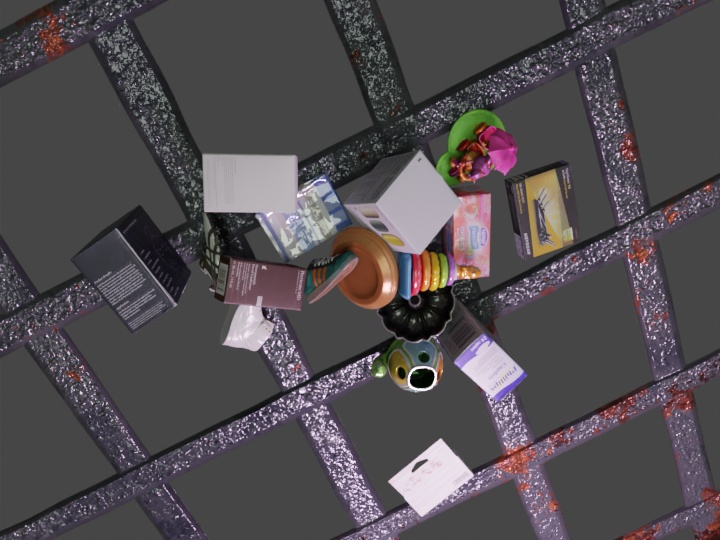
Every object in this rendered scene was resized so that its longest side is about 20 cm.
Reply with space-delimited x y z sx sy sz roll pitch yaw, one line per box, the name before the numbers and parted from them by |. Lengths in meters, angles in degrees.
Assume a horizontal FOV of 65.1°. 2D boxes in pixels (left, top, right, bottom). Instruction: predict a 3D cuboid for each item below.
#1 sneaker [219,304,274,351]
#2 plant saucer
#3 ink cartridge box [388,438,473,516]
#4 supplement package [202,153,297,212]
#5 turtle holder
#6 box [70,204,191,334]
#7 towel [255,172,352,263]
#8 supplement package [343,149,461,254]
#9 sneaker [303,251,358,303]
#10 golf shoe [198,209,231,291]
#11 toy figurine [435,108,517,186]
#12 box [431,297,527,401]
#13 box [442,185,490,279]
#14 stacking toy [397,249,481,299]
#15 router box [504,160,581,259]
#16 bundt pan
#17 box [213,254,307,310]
sneaker | -0.256 0.097 1.376 0.113 0.074 0.205 19 99 -31
plant saucer | 0.000 0.000 1.322 0.196 0.037 0.206 19 122 32
ink cartridge box | 0.197 0.581 1.610 0.199 0.045 0.177 -39 110 5
supplement package | -0.235 -0.192 1.233 0.193 0.120 0.126 1 100 -4
turtle holder | 0.127 0.234 1.436 0.182 0.132 0.143 29 104 -17
box | -0.487 -0.008 1.228 0.122 0.201 0.199 -30 110 4
towel | -0.134 -0.122 1.336 0.196 0.024 0.149 -29 111 2
supplement package | 0.087 -0.148 1.246 0.152 0.199 0.151 46 78 -19
sneaker | -0.084 0.000 1.319 0.199 0.071 0.081 -40 81 41
golf shoe | -0.343 -0.043 1.305 0.092 0.078 0.206 -13 101 10
toy figurine | 0.270 -0.257 1.264 0.199 0.185 0.150 -42 109 8
box | 0.286 0.194 1.404 0.105 0.185 0.199 -45 119 8
box | 0.254 -0.093 1.361 0.091 0.103 0.206 -5 109 -6
stacking toy | 0.183 0.001 1.298 0.193 0.116 0.114 0 101 -3
router box | 0.453 -0.148 1.397 0.153 0.052 0.205 -18 110 -2
bundt pan | 0.136 0.073 1.385 0.195 0.076 0.209 -1 86 10
box | -0.226 0.030 1.290 0.196 0.074 0.104 7 94 -37
